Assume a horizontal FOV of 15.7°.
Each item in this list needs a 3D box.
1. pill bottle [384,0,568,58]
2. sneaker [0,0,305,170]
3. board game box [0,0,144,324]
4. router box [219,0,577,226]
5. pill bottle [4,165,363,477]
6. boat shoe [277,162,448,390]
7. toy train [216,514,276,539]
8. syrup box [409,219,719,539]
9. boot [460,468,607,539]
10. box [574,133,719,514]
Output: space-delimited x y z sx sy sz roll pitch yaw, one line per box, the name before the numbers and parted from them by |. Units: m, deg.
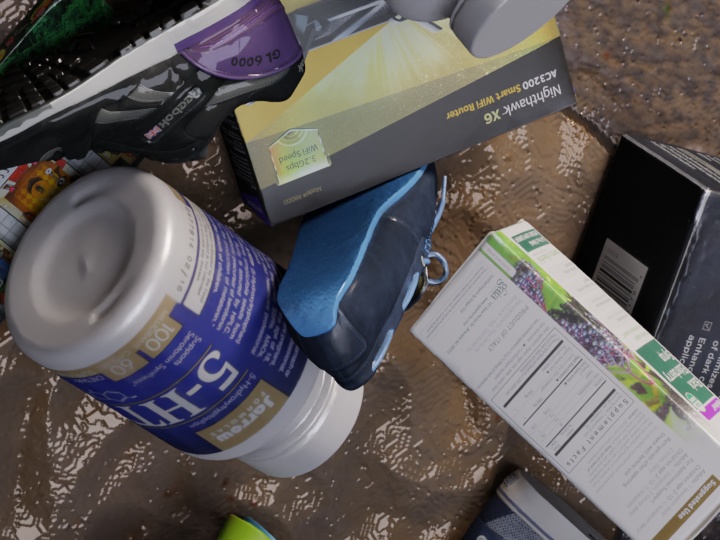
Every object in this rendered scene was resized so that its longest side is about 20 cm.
pill bottle | 0.028 -0.210 1.369 0.112 0.200 0.112 -35 164 -11
sneaker | -0.123 -0.082 1.386 0.200 0.076 0.088 -27 115 4
board game box | -0.188 -0.058 1.440 0.105 0.023 0.200 40 91 -29
router box | 0.008 -0.135 1.470 0.200 0.052 0.157 -23 111 -14
pill bottle | -0.091 0.037 1.458 0.120 0.120 0.200 -52 133 2
boat shoe | 0.000 0.000 1.466 0.084 0.200 0.069 -14 115 30
toy train | -0.089 0.190 1.497 0.085 0.200 0.116 36 80 8
syrup box | 0.133 0.068 1.494 0.200 0.079 0.081 42 108 9
boot | 0.143 0.222 1.627 0.090 0.200 0.073 -50 164 6
box | 0.232 0.042 1.612 0.200 0.117 0.197 13 105 -27
